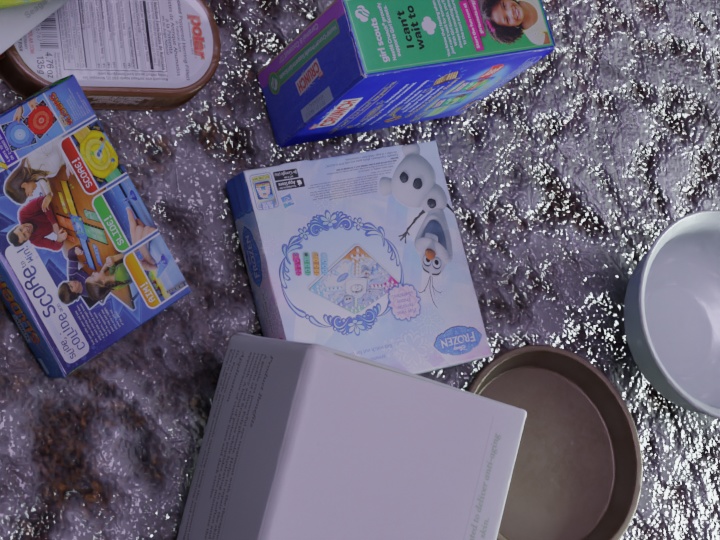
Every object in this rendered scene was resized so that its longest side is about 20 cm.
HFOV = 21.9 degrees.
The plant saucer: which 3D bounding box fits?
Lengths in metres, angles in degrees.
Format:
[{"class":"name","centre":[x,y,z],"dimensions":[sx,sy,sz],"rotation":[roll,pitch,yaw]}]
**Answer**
[{"class":"plant saucer","centre":[0.165,0.167,1.659],"dimensions":[0.199,0.029,0.201],"rotation":[8,72,-27]}]

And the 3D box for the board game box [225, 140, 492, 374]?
[{"class":"board game box","centre":[0.000,0.000,1.604],"dimensions":[0.199,0.043,0.200],"rotation":[-11,83,-31]}]

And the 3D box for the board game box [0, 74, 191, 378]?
[{"class":"board game box","centre":[-0.237,-0.035,1.466],"dimensions":[0.135,0.034,0.201],"rotation":[-34,104,-31]}]

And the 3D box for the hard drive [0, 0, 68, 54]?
[{"class":"hard drive","centre":[-0.321,-0.264,1.438],"dimensions":[0.132,0.026,0.200],"rotation":[-40,111,-10]}]

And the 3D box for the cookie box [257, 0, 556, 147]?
[{"class":"cookie box","centre":[0.037,-0.181,1.601],"dimensions":[0.199,0.171,0.075],"rotation":[-13,80,-31]}]

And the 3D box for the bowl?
[{"class":"bowl","centre":[0.317,0.051,1.740],"dimensions":[0.200,0.090,0.202],"rotation":[9,72,-27]}]

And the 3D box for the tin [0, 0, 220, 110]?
[{"class":"tin","centre":[-0.210,-0.191,1.544],"dimensions":[0.199,0.042,0.112],"rotation":[-2,82,-30]}]

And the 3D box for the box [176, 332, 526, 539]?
[{"class":"box","centre":[-0.011,0.170,1.452],"dimensions":[0.199,0.171,0.200],"rotation":[17,84,-24]}]

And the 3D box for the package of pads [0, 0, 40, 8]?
[{"class":"package of pads","centre":[-0.290,-0.270,1.397],"dimensions":[0.199,0.068,0.155],"rotation":[-17,105,-18]}]
